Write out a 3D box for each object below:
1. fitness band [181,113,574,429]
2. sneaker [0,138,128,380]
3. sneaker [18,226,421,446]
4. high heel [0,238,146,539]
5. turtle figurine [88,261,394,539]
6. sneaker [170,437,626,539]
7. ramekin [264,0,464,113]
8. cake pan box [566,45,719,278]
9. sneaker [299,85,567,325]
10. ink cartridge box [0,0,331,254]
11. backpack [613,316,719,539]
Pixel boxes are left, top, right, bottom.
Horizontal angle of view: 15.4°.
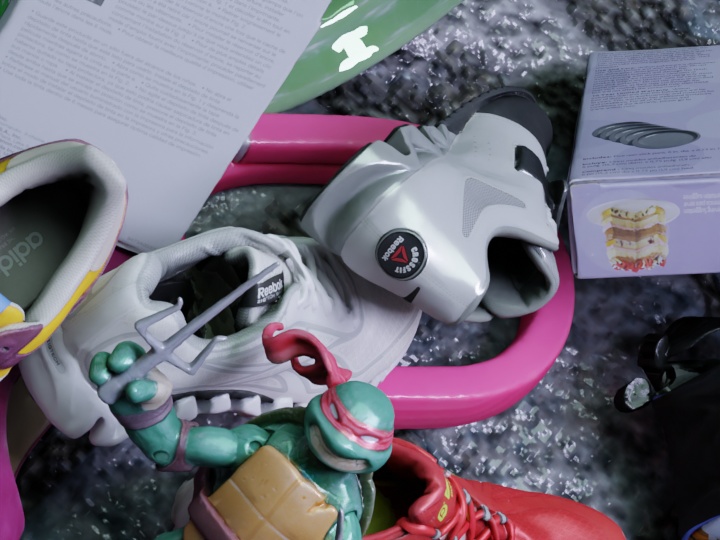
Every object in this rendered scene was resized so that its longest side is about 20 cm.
[{"bbox_3d":[0.000,0.000,1.165,0.199,0.037,0.144,1,58,-24],"label":"fitness band"},{"bbox_3d":[-0.162,0.026,0.932,0.075,0.090,0.200,43,69,-7],"label":"sneaker"},{"bbox_3d":[-0.038,0.017,1.053,0.200,0.081,0.075,-12,65,-47],"label":"sneaker"},{"bbox_3d":[-0.121,0.056,1.044,0.095,0.068,0.200,2,43,-8],"label":"high heel"},{"bbox_3d":[-0.043,0.101,0.971,0.150,0.200,0.101,45,22,20],"label":"turtle figurine"},{"bbox_3d":[0.025,0.107,1.072,0.199,0.085,0.077,8,56,-21],"label":"sneaker"},{"bbox_3d":[-0.013,-0.161,1.156,0.200,0.200,0.098,-27,77,-37],"label":"ramekin"},{"bbox_3d":[0.194,-0.055,1.183,0.199,0.053,0.184,-3,24,7],"label":"cake pan box"},{"bbox_3d":[0.049,-0.018,1.103,0.088,0.074,0.200,43,26,7],"label":"sneaker"},{"bbox_3d":[-0.078,-0.105,1.031,0.109,0.200,0.050,23,32,-20],"label":"ink cartridge box"},{"bbox_3d":[0.246,0.075,1.143,0.190,0.200,0.155,-6,82,-39],"label":"backpack"}]
